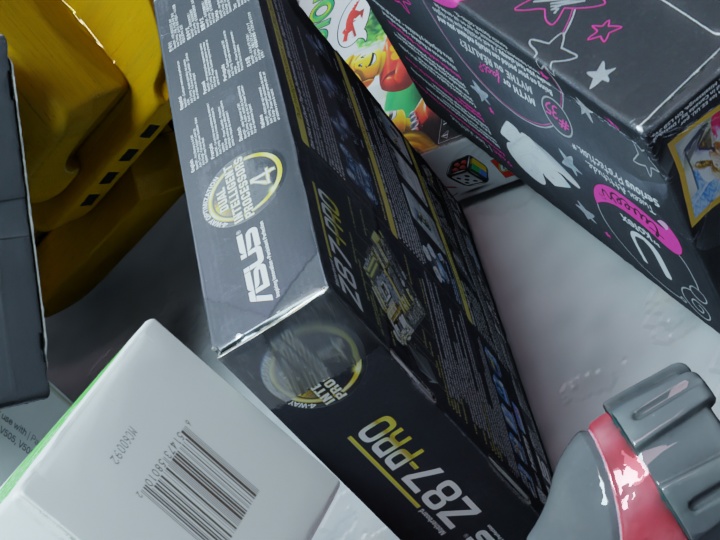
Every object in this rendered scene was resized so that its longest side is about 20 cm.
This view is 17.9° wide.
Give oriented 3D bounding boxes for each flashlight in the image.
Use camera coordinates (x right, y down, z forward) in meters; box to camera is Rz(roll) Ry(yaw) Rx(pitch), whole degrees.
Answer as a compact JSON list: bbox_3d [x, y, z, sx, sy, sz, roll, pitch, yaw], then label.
[{"bbox_3d":[0.033,0.106,0.709,0.199,0.068,0.068,-30,40,1],"label":"flashlight"}]

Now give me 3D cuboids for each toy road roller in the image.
[{"bbox_3d":[-0.142,-0.069,0.957,0.200,0.123,0.146,-45,-9,30],"label":"toy road roller"}]

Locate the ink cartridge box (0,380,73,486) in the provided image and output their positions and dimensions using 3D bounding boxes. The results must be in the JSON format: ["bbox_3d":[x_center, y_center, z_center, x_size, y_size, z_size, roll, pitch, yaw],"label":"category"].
[{"bbox_3d":[-0.200,0.137,0.922,0.146,0.083,0.201,-7,51,41],"label":"ink cartridge box"}]

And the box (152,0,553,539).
[{"bbox_3d":[0.000,0.000,0.791,0.049,0.161,0.201,-30,40,12],"label":"box"}]

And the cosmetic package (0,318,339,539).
[{"bbox_3d":[-0.105,0.124,0.709,0.200,0.085,0.108,-46,6,31],"label":"cosmetic package"}]

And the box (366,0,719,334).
[{"bbox_3d":[0.101,-0.093,0.794,0.132,0.115,0.200,-40,44,-8],"label":"box"}]

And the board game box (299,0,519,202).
[{"bbox_3d":[0.028,-0.108,0.974,0.126,0.035,0.201,-19,44,33],"label":"board game box"}]

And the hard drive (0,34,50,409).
[{"bbox_3d":[-0.203,-0.014,0.903,0.199,0.038,0.141,-4,94,44],"label":"hard drive"}]
